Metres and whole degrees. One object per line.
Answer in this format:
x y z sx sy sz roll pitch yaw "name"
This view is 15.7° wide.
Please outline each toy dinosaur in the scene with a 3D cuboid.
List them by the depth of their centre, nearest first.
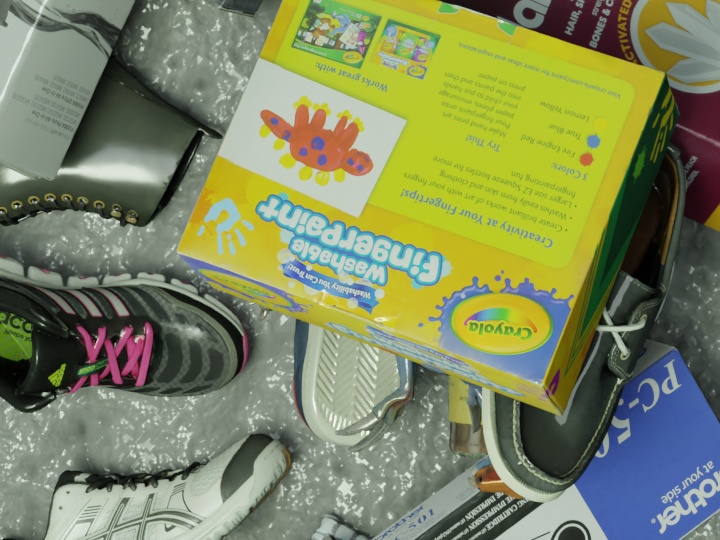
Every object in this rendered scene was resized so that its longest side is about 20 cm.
0.033 0.032 1.352 0.181 0.105 0.201 24 132 29 "toy dinosaur"

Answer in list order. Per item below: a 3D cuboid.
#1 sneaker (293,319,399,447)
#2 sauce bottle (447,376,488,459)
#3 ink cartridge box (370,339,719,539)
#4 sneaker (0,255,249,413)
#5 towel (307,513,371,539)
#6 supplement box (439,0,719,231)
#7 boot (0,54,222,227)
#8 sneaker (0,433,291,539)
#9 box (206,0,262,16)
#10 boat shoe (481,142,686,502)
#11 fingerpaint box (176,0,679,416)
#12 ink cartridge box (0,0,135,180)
0.000 0.000 1.476 0.075 0.084 0.201 17 82 -12 "sneaker"
0.080 0.005 1.465 0.064 0.065 0.201 0 93 11 "sauce bottle"
0.109 0.133 1.427 0.200 0.044 0.094 -35 104 -13 "ink cartridge box"
-0.163 0.044 1.483 0.199 0.088 0.074 12 119 -7 "sneaker"
-0.007 0.264 1.484 0.165 0.086 0.200 34 98 7 "towel"
0.133 -0.120 1.402 0.199 0.086 0.111 23 64 -1 "supplement box"
-0.187 -0.038 1.516 0.138 0.077 0.200 33 99 3 "boot"
-0.135 0.143 1.509 0.200 0.076 0.088 -36 86 10 "sneaker"
-0.085 -0.269 1.471 0.161 0.049 0.201 33 103 24 "box"
0.116 0.021 1.325 0.072 0.068 0.201 28 64 -12 "boat shoe"
0.035 -0.042 1.296 0.199 0.073 0.167 19 80 18 "fingerpaint box"
-0.204 -0.170 1.442 0.145 0.083 0.201 25 91 24 "ink cartridge box"
